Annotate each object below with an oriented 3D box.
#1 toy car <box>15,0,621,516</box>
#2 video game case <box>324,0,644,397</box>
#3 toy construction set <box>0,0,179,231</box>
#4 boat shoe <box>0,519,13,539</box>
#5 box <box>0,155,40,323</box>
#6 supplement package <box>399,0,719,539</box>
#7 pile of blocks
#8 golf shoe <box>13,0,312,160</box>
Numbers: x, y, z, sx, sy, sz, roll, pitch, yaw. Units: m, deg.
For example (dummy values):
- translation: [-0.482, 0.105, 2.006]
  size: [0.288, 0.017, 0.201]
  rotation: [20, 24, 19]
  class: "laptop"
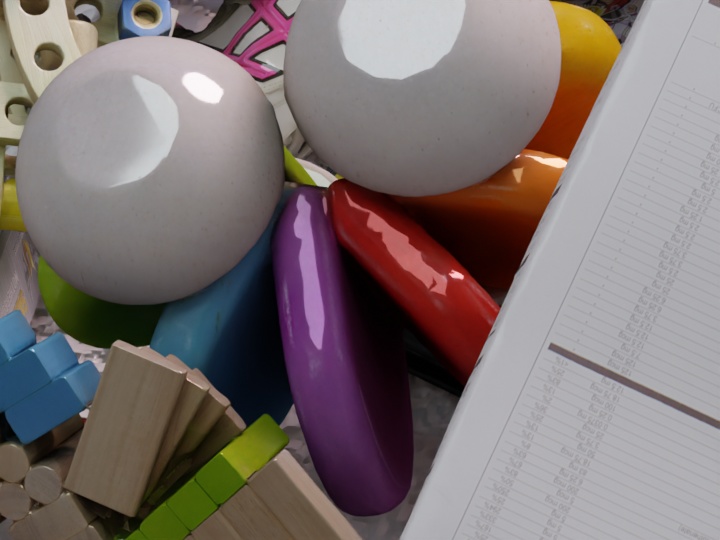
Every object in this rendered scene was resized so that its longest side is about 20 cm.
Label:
- translation: [0.000, 0.000, 0.812]
  size: [0.199, 0.175, 0.150]
  rotation: [-21, 69, 8]
  class: "toy car"
- translation: [0.086, -0.031, 0.935]
  size: [0.180, 0.026, 0.200]
  rotation: [24, 59, 35]
  class: "video game case"
- translation: [-0.161, -0.073, 0.889]
  size: [0.199, 0.092, 0.132]
  rotation: [1, 71, 4]
  class: "toy construction set"
- translation: [-0.072, 0.120, 0.804]
  size: [0.199, 0.071, 0.069]
  rotation: [1, 49, 19]
  class: "boat shoe"
- translation: [-0.200, 0.032, 0.901]
  size: [0.158, 0.048, 0.200]
  rotation: [-11, 23, 6]
  class: "box"
- translation: [0.087, 0.035, 0.691]
  size: [0.114, 0.110, 0.200]
  rotation: [25, 81, 5]
  class: "supplement package"
- translation: [-0.081, 0.047, 0.759]
  size: [0.200, 0.082, 0.062]
  rotation: [26, 16, 8]
  class: "pile of blocks"
- translation: [-0.034, -0.064, 0.976]
  size: [0.199, 0.073, 0.092]
  rotation: [-17, 67, 18]
  class: "golf shoe"
